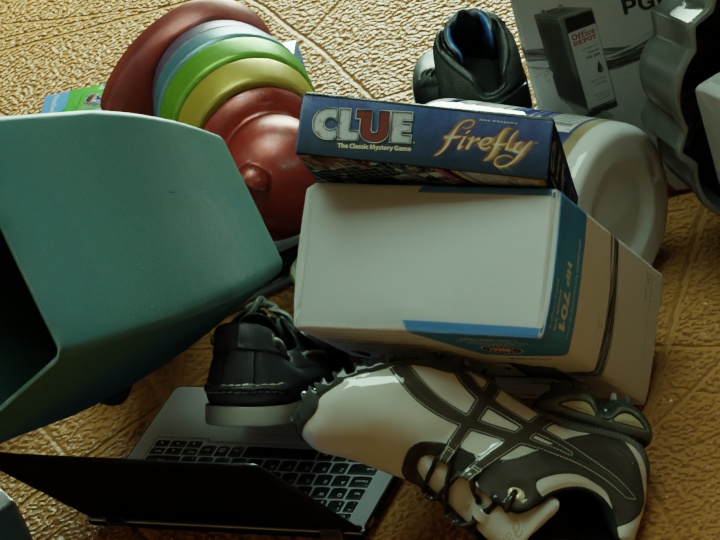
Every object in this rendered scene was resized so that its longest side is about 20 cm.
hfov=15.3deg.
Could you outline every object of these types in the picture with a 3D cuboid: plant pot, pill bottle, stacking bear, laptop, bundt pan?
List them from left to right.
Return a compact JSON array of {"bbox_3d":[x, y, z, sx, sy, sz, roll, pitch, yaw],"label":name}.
[{"bbox_3d":[-0.154,-0.002,1.494,0.199,0.142,0.141,-13,-18,-45],"label":"plant pot"},{"bbox_3d":[-0.083,0.090,1.542,0.186,0.117,0.200,1,36,27],"label":"laptop"},{"bbox_3d":[-0.074,-0.087,1.727,0.121,0.114,0.200,18,20,-30],"label":"stacking bear"},{"bbox_3d":[0.082,-0.048,1.675,0.199,0.112,0.111,11,42,40],"label":"pill bottle"},{"bbox_3d":[0.250,-0.126,1.624,0.201,0.203,0.076,-30,31,-18],"label":"bundt pan"}]

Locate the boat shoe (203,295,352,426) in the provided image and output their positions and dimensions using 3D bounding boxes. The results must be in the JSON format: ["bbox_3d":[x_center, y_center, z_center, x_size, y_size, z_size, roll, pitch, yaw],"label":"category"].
[{"bbox_3d":[-0.046,0.047,1.575,0.072,0.063,0.200,-1,6,12],"label":"boat shoe"}]

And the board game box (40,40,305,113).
[{"bbox_3d":[-0.141,-0.097,1.941,0.198,0.037,0.152,-11,31,10],"label":"board game box"}]

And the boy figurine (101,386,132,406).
[{"bbox_3d":[-0.145,0.006,1.674,0.064,0.125,0.200,28,27,-5],"label":"boy figurine"}]

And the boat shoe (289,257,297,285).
[{"bbox_3d":[-0.001,0.000,1.632,0.071,0.066,0.201,27,11,-4],"label":"boat shoe"}]

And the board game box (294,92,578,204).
[{"bbox_3d":[0.047,-0.052,1.483,0.134,0.200,0.035,6,81,9],"label":"board game box"}]

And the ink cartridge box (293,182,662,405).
[{"bbox_3d":[0.069,0.014,1.490,0.145,0.200,0.087,2,77,23],"label":"ink cartridge box"}]

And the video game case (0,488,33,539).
[{"bbox_3d":[-0.321,0.169,1.610,0.199,0.046,0.181,-32,33,-20],"label":"video game case"}]

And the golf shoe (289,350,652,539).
[{"bbox_3d":[0.061,0.103,1.434,0.198,0.078,0.095,7,51,-8],"label":"golf shoe"}]

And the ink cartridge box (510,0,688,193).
[{"bbox_3d":[0.174,-0.151,1.703,0.146,0.201,0.083,-13,31,8],"label":"ink cartridge box"}]

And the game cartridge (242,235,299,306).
[{"bbox_3d":[-0.093,-0.021,1.799,0.199,0.042,0.133,-25,28,-10],"label":"game cartridge"}]

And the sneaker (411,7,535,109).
[{"bbox_3d":[0.076,-0.138,1.818,0.073,0.113,0.200,-21,31,-7],"label":"sneaker"}]

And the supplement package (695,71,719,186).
[{"bbox_3d":[0.337,-0.067,1.537,0.199,0.148,0.191,-31,33,-19],"label":"supplement package"}]
